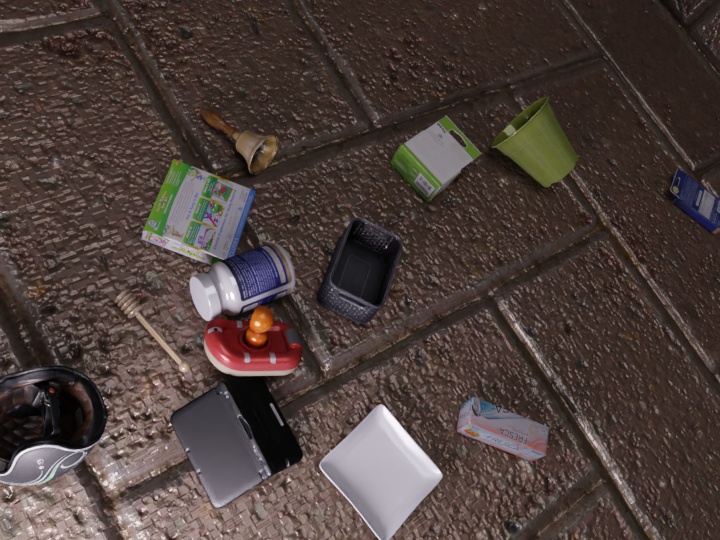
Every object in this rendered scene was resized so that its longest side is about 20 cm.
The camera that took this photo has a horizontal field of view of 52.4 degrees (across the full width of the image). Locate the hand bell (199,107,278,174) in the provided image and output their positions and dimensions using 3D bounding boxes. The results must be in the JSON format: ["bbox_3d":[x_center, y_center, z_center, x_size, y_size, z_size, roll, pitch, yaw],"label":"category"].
[{"bbox_3d":[-0.299,-0.321,1.709,0.199,0.105,0.104,35,54,14],"label":"hand bell"}]

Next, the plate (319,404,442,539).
[{"bbox_3d":[0.040,0.406,1.479,0.200,0.032,0.199,48,56,6],"label":"plate"}]

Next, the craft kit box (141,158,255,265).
[{"bbox_3d":[-0.347,-0.122,1.589,0.195,0.049,0.202,23,56,-14],"label":"craft kit box"}]

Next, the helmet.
[{"bbox_3d":[-0.541,0.258,1.206,0.200,0.189,0.201,49,25,-33],"label":"helmet"}]

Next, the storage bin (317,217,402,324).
[{"bbox_3d":[0.000,0.000,1.646,0.134,0.094,0.202,26,57,-9],"label":"storage bin"}]

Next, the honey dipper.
[{"bbox_3d":[-0.404,0.122,1.435,0.200,0.038,0.038,48,55,4],"label":"honey dipper"}]

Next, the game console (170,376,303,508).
[{"bbox_3d":[-0.235,0.321,1.412,0.201,0.116,0.175,59,27,13],"label":"game console"}]

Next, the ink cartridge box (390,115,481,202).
[{"bbox_3d":[0.200,-0.293,1.905,0.148,0.076,0.199,48,54,7],"label":"ink cartridge box"}]

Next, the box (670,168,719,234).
[{"bbox_3d":[1.036,-0.216,2.259,0.199,0.032,0.122,38,55,-3],"label":"box"}]

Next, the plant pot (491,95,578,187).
[{"bbox_3d":[0.493,-0.337,2.010,0.190,0.199,0.200,47,54,-10],"label":"plant pot"}]

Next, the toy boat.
[{"bbox_3d":[-0.207,0.127,1.445,0.197,0.132,0.131,2,36,-24],"label":"toy boat"}]

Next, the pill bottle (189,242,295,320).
[{"bbox_3d":[-0.243,0.025,1.510,0.198,0.116,0.117,-22,73,-32],"label":"pill bottle"}]

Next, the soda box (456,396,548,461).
[{"bbox_3d":[0.315,0.350,1.613,0.198,0.064,0.069,23,56,-11],"label":"soda box"}]
